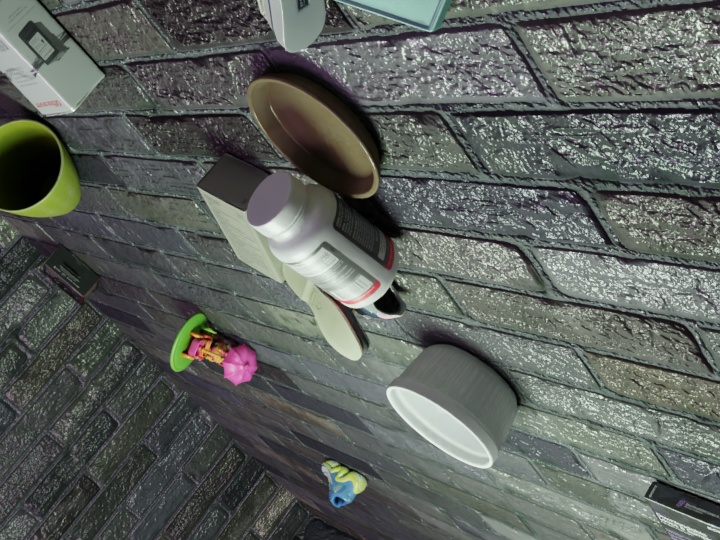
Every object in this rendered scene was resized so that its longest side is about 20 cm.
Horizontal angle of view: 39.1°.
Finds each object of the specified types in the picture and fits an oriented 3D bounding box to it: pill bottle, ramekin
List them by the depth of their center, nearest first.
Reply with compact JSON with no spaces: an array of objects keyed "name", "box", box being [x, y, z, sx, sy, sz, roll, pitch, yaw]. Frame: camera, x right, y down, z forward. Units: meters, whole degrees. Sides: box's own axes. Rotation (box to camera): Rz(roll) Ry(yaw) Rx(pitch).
[{"name":"pill bottle","box":[-0.050,-0.042,1.316,0.200,0.111,0.110,37,165,-37]},{"name":"ramekin","box":[0.149,0.204,1.577,0.200,0.105,0.200,34,159,14]}]

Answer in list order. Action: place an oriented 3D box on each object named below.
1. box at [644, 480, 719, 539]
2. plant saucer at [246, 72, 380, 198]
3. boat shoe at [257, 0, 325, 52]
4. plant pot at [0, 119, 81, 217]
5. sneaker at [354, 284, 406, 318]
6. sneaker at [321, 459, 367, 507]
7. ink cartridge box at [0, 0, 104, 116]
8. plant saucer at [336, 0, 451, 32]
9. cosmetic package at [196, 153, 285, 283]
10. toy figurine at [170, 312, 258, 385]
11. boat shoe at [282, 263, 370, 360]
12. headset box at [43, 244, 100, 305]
[{"name":"box","box":[0.506,0.389,1.460,0.143,0.036,0.200,15,148,49]},{"name":"plant saucer","box":[-0.052,-0.166,1.229,0.200,0.030,0.200,34,159,15]},{"name":"boat shoe","box":[-0.069,-0.291,0.933,0.066,0.072,0.200,47,163,21]},{"name":"plant pot","box":[-0.651,-0.185,2.066,0.187,0.188,0.200,33,175,14]},{"name":"sneaker","box":[0.000,0.000,1.457,0.082,0.070,0.200,12,154,43]},{"name":"sneaker","box":[-0.069,0.593,2.816,0.076,0.105,0.200,47,158,-23]},{"name":"ink cartridge box","box":[-0.510,-0.342,1.566,0.145,0.084,0.200,9,145,54]},{"name":"plant saucer","box":[-0.017,-0.255,0.857,0.199,0.019,0.070,17,146,-6]},{"name":"cosmetic package","box":[-0.163,-0.077,1.554,0.103,0.073,0.200,29,158,27]},{"name":"toy figurine","box":[-0.327,0.207,2.425,0.183,0.151,0.200,23,179,15]},{"name":"boat shoe","box":[-0.042,0.049,1.550,0.200,0.062,0.071,51,138,24]},{"name":"headset box","box":[-0.838,0.014,2.942,0.149,0.077,0.200,41,162,-7]}]
